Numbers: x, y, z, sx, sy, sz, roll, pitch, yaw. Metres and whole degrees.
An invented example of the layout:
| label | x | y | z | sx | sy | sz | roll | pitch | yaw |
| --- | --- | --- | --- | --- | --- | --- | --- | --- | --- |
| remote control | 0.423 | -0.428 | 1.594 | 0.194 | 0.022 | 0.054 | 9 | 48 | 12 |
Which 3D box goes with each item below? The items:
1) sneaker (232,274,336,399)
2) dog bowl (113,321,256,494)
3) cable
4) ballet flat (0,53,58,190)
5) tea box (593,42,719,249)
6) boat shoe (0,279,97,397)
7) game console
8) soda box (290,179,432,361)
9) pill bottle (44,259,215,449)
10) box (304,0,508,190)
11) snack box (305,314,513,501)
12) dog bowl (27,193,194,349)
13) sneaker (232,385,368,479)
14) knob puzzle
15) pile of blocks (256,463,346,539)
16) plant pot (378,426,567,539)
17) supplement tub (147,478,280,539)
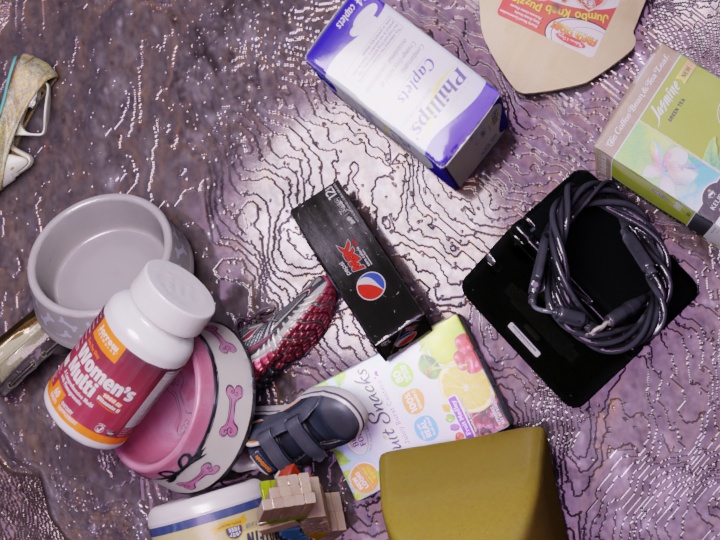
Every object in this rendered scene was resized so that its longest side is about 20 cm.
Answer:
| label | x | y | z | sx | sy | sz | roll | pitch | yaw |
| --- | --- | --- | --- | --- | --- | --- | --- | --- | --- |
| sneaker | -0.110 | 0.075 | 1.684 | 0.200 | 0.081 | 0.075 | -42 | 68 | 2 |
| dog bowl | -0.212 | 0.151 | 1.649 | 0.199 | 0.073 | 0.202 | -15 | 68 | 41 |
| cable | 0.272 | -0.011 | 1.588 | 0.162 | 0.051 | 0.201 | 21 | 62 | -5 |
| ballet flat | -0.420 | -0.162 | 1.758 | 0.070 | 0.071 | 0.202 | 20 | 91 | 10 |
| tea box | 0.364 | -0.123 | 1.551 | 0.196 | 0.200 | 0.134 | 33 | 93 | 9 |
| boat shoe | -0.371 | 0.075 | 1.738 | 0.199 | 0.073 | 0.065 | -36 | 108 | -2 |
| game console | 0.249 | 0.021 | 1.656 | 0.200 | 0.116 | 0.176 | 47 | 125 | 9 |
| soda box | 0.000 | 0.000 | 1.648 | 0.070 | 0.063 | 0.201 | -32 | 66 | -1 |
| pill bottle | -0.250 | 0.091 | 1.575 | 0.109 | 0.109 | 0.200 | 43 | 111 | 9 |
| box | 0.056 | -0.199 | 1.615 | 0.199 | 0.184 | 0.105 | 38 | 92 | 10 |
| snack box | 0.057 | 0.157 | 1.663 | 0.199 | 0.053 | 0.143 | -27 | 82 | 8 |
| dog bowl | -0.296 | -0.004 | 1.679 | 0.198 | 0.059 | 0.202 | -7 | 53 | 9 |
| sneaker | -0.075 | 0.189 | 1.623 | 0.199 | 0.080 | 0.079 | -21 | 113 | 46 |
| knob puzzle | 0.226 | -0.296 | 1.669 | 0.217 | 0.030 | 0.222 | 0 | 87 | 9 |
| pile of blocks | -0.074 | 0.257 | 1.614 | 0.081 | 0.200 | 0.063 | -16 | 65 | 7 |
| plant pot | 0.123 | 0.309 | 1.545 | 0.192 | 0.200 | 0.197 | -11 | 106 | 9 |
| supplement tub | -0.152 | 0.351 | 1.643 | 0.143 | 0.144 | 0.202 | -16 | 85 | 8 |
